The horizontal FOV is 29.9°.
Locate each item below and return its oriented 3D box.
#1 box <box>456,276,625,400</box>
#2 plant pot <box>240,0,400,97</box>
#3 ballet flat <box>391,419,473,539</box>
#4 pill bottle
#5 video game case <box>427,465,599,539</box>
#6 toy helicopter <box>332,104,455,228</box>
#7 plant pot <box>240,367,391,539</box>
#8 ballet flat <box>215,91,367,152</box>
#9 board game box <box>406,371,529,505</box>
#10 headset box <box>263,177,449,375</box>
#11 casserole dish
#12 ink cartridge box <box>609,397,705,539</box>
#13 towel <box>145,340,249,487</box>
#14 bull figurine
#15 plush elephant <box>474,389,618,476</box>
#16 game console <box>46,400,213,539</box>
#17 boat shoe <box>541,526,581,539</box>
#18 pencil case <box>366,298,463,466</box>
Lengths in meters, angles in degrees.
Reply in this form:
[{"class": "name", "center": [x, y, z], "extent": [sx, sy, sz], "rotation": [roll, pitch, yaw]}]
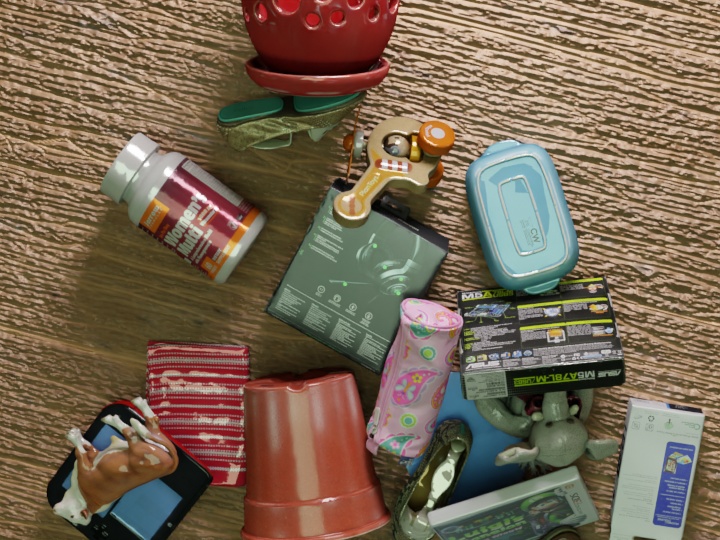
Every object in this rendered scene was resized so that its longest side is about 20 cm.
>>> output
[{"class": "box", "center": [0.220, 0.082, 1.681], "extent": [0.198, 0.194, 0.048], "rotation": [-7, 117, 6]}, {"class": "plant pot", "center": [-0.047, -0.312, 1.622], "extent": [0.199, 0.201, 0.184], "rotation": [1, 110, 5]}, {"class": "ballet flat", "center": [0.091, 0.290, 1.756], "extent": [0.067, 0.075, 0.201], "rotation": [22, 104, -5]}, {"class": "pill bottle", "center": [-0.227, -0.081, 1.728], "extent": [0.199, 0.110, 0.110], "rotation": [35, 103, -3]}, {"class": "video game case", "center": [0.202, 0.321, 1.756], "extent": [0.199, 0.182, 0.023], "rotation": [-19, 59, 9]}, {"class": "toy helicopter", "center": [0.019, -0.127, 1.669], "extent": [0.132, 0.200, 0.079], "rotation": [31, 142, 11]}, {"class": "plant pot", "center": [-0.069, 0.234, 1.750], "extent": [0.199, 0.201, 0.197], "rotation": [-6, 93, 6]}, {"class": "ballet flat", "center": [-0.084, -0.194, 1.724], "extent": [0.198, 0.071, 0.066], "rotation": [-9, 128, 10]}, {"class": "board game box", "center": [0.131, 0.224, 1.800], "extent": [0.157, 0.039, 0.201], "rotation": [-23, 105, 5]}, {"class": "headset box", "center": [0.000, 0.000, 1.733], "extent": [0.173, 0.093, 0.201], "rotation": [28, 103, -1]}, {"class": "casserole dish", "center": [0.205, -0.068, 1.710], "extent": [0.120, 0.039, 0.201], "rotation": [-17, 89, 6]}, {"class": "ink cartridge box", "center": [0.389, 0.274, 1.787], "extent": [0.099, 0.039, 0.202], "rotation": [9, 101, 3]}, {"class": "towel", "center": [-0.222, 0.197, 1.832], "extent": [0.143, 0.022, 0.202], "rotation": [3, 102, 4]}, {"class": "bull figurine", "center": [-0.333, 0.256, 1.786], "extent": [0.199, 0.065, 0.122], "rotation": [-26, 95, 18]}, {"class": "plush elephant", "center": [0.235, 0.181, 1.697], "extent": [0.163, 0.155, 0.202], "rotation": [-9, 99, -12]}, {"class": "game console", "center": [-0.319, 0.293, 1.838], "extent": [0.177, 0.031, 0.200], "rotation": [40, 109, 5]}, {"class": "boat shoe", "center": [0.246, 0.439, 1.809], "extent": [0.072, 0.068, 0.201], "rotation": [18, 110, -24]}, {"class": "pencil case", "center": [0.065, 0.138, 1.683], "extent": [0.087, 0.088, 0.201], "rotation": [16, 111, 1]}]
